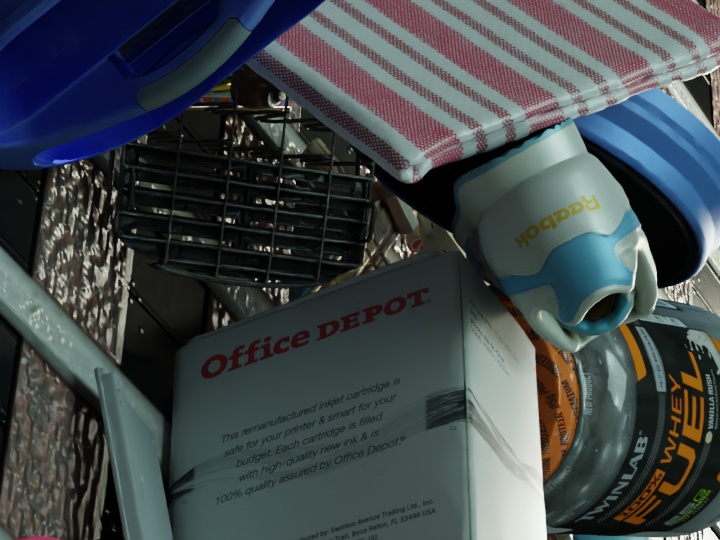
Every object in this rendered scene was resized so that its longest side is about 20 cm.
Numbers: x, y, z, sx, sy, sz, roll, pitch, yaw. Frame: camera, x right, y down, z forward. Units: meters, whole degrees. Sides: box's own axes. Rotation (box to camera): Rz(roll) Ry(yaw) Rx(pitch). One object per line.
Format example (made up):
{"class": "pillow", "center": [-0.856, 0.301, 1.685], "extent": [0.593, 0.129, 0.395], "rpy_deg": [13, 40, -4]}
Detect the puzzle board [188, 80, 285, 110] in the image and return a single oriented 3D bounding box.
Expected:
{"class": "puzzle board", "center": [-0.095, -0.173, 1.387], "extent": [0.151, 0.017, 0.200], "rpy_deg": [-7, 77, -67]}

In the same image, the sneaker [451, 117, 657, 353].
{"class": "sneaker", "center": [0.087, -0.004, 1.248], "extent": [0.081, 0.076, 0.200], "rpy_deg": [62, 5, 10]}

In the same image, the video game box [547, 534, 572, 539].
{"class": "video game box", "center": [0.083, 0.204, 1.441], "extent": [0.200, 0.047, 0.182], "rpy_deg": [65, 25, -12]}

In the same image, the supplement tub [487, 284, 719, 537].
{"class": "supplement tub", "center": [0.107, 0.068, 1.407], "extent": [0.200, 0.122, 0.123], "rpy_deg": [8, 64, -55]}

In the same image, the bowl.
{"class": "bowl", "center": [0.083, -0.052, 1.375], "extent": [0.201, 0.200, 0.039], "rpy_deg": [45, 62, -45]}

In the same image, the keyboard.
{"class": "keyboard", "center": [-0.079, 0.128, 1.136], "extent": [0.056, 0.011, 0.200], "rpy_deg": [67, 6, -49]}

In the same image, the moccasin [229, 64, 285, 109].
{"class": "moccasin", "center": [-0.054, -0.178, 1.373], "extent": [0.074, 0.078, 0.202], "rpy_deg": [-14, 103, -82]}

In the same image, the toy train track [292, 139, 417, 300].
{"class": "toy train track", "center": [0.000, 0.000, 1.418], "extent": [0.115, 0.032, 0.200], "rpy_deg": [63, 25, -14]}

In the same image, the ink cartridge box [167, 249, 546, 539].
{"class": "ink cartridge box", "center": [-0.001, 0.108, 1.202], "extent": [0.084, 0.146, 0.200], "rpy_deg": [49, 30, -42]}

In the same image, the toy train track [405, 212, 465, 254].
{"class": "toy train track", "center": [0.068, 0.027, 1.575], "extent": [0.200, 0.032, 0.115], "rpy_deg": [52, 20, -49]}

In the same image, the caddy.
{"class": "caddy", "center": [-0.087, -0.117, 1.148], "extent": [0.105, 0.200, 0.141], "rpy_deg": [60, 18, 21]}

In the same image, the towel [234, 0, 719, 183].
{"class": "towel", "center": [0.048, -0.099, 1.245], "extent": [0.200, 0.146, 0.030], "rpy_deg": [-21, 132, -32]}

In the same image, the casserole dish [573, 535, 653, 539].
{"class": "casserole dish", "center": [0.141, 0.153, 1.569], "extent": [0.121, 0.039, 0.200], "rpy_deg": [-46, 111, -85]}

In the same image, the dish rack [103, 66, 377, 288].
{"class": "dish rack", "center": [-0.052, -0.093, 1.288], "extent": [0.153, 0.055, 0.200], "rpy_deg": [7, 87, -34]}

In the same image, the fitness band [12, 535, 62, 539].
{"class": "fitness band", "center": [-0.105, 0.196, 1.049], "extent": [0.144, 0.037, 0.200], "rpy_deg": [-5, 77, -69]}
